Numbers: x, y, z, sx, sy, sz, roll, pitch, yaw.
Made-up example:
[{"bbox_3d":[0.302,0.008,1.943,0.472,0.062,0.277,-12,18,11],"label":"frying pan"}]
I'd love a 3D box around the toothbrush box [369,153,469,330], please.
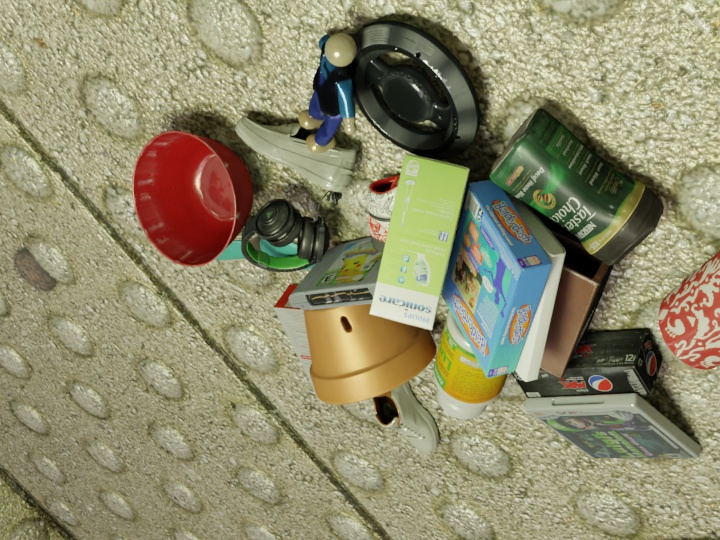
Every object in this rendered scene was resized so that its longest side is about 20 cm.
[{"bbox_3d":[0.076,-0.040,1.353,0.085,0.203,0.146,14,-175,3],"label":"toothbrush box"}]

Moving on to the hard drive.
[{"bbox_3d":[0.201,0.022,1.350,0.132,0.026,0.202,-122,29,-46],"label":"hard drive"}]

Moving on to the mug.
[{"bbox_3d":[0.465,0.045,1.246,0.177,0.134,0.200,39,146,-1],"label":"mug"}]

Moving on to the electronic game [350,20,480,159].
[{"bbox_3d":[0.063,-0.223,1.339,0.198,0.042,0.201,29,148,20],"label":"electronic game"}]

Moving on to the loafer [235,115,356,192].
[{"bbox_3d":[-0.089,-0.177,1.498,0.198,0.070,0.071,28,101,22],"label":"loafer"}]

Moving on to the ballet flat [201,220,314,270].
[{"bbox_3d":[-0.155,-0.047,1.673,0.197,0.070,0.070,8,137,8],"label":"ballet flat"}]

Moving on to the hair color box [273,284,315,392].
[{"bbox_3d":[-0.054,0.120,1.777,0.110,0.064,0.202,4,131,33],"label":"hair color box"}]

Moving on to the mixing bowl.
[{"bbox_3d":[-0.235,-0.117,1.603,0.198,0.108,0.203,10,110,29],"label":"mixing bowl"}]

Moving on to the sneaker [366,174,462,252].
[{"bbox_3d":[0.100,-0.075,1.447,0.199,0.067,0.109,5,124,24],"label":"sneaker"}]

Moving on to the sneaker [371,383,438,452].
[{"bbox_3d":[0.065,0.254,1.812,0.072,0.085,0.201,-6,128,39],"label":"sneaker"}]

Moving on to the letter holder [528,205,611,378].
[{"bbox_3d":[0.244,0.020,1.412,0.141,0.101,0.201,26,142,15],"label":"letter holder"}]

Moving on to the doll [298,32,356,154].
[{"bbox_3d":[-0.035,-0.229,1.362,0.201,0.048,0.138,114,141,-60],"label":"doll"}]

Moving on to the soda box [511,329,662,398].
[{"bbox_3d":[0.315,0.133,1.497,0.198,0.071,0.064,-7,131,41],"label":"soda box"}]

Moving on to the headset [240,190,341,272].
[{"bbox_3d":[-0.093,-0.070,1.564,0.122,0.095,0.199,23,141,-32],"label":"headset"}]

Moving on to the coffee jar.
[{"bbox_3d":[0.261,-0.097,1.286,0.199,0.086,0.104,36,143,0],"label":"coffee jar"}]

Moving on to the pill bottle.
[{"bbox_3d":[0.167,0.132,1.578,0.110,0.111,0.201,25,141,13],"label":"pill bottle"}]

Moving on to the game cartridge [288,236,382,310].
[{"bbox_3d":[0.000,0.000,1.550,0.198,0.133,0.041,-8,118,40],"label":"game cartridge"}]

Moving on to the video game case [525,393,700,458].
[{"bbox_3d":[0.365,0.229,1.545,0.180,0.024,0.199,-9,147,43],"label":"video game case"}]

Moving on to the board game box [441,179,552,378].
[{"bbox_3d":[0.165,0.012,1.340,0.202,0.044,0.153,101,151,-46],"label":"board game box"}]

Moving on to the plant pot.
[{"bbox_3d":[0.001,0.090,1.614,0.198,0.200,0.142,-7,111,42],"label":"plant pot"}]
